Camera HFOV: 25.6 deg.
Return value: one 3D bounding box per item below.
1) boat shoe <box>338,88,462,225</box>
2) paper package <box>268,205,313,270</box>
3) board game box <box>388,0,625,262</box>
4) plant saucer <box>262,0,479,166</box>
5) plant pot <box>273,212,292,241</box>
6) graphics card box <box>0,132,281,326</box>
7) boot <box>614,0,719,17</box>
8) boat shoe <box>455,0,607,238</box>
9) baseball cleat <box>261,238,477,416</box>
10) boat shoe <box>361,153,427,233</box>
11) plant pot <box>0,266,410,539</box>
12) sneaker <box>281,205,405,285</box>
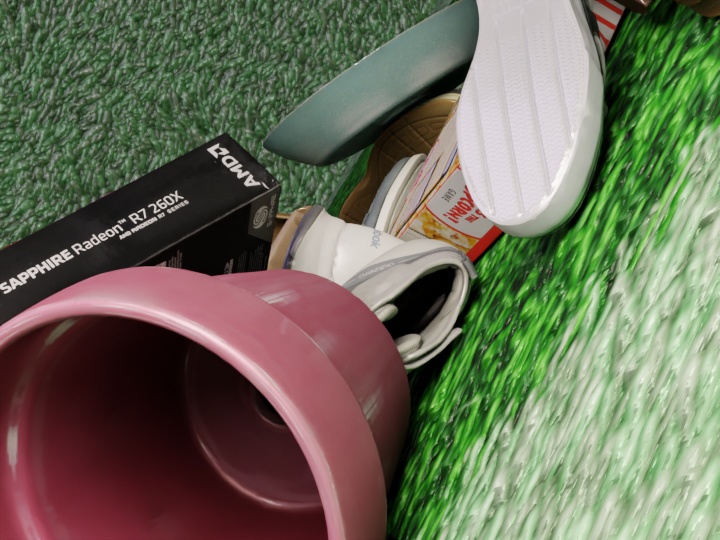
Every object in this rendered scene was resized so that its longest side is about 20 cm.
[{"bbox_3d":[0.043,-0.080,1.150,0.065,0.073,0.200,-56,7,-35],"label":"boat shoe"},{"bbox_3d":[-0.068,0.090,1.150,0.201,0.103,0.191,-56,6,31],"label":"paper package"},{"bbox_3d":[0.078,-0.077,0.936,0.153,0.046,0.200,-63,5,-26],"label":"board game box"},{"bbox_3d":[0.024,-0.126,1.104,0.199,0.036,0.200,-32,-1,-1],"label":"plant saucer"},{"bbox_3d":[-0.091,0.027,1.245,0.201,0.198,0.028,-57,35,31],"label":"plant pot"},{"bbox_3d":[-0.133,0.025,0.799,0.199,0.051,0.126,-31,-30,-32],"label":"graphics card box"},{"bbox_3d":[0.154,-0.192,0.671,0.156,0.073,0.200,-58,6,6],"label":"boot"},{"bbox_3d":[0.092,-0.094,0.761,0.071,0.071,0.202,-16,51,28],"label":"boat shoe"},{"bbox_3d":[-0.023,0.052,0.844,0.200,0.070,0.106,-43,6,-1],"label":"baseball cleat"},{"bbox_3d":[0.000,0.000,1.044,0.073,0.061,0.201,61,-140,-43],"label":"boat shoe"},{"bbox_3d":[-0.064,0.083,0.733,0.201,0.199,0.179,-57,-10,26],"label":"plant pot"},{"bbox_3d":[-0.015,0.066,0.934,0.075,0.086,0.202,-77,-1,-67],"label":"sneaker"}]
